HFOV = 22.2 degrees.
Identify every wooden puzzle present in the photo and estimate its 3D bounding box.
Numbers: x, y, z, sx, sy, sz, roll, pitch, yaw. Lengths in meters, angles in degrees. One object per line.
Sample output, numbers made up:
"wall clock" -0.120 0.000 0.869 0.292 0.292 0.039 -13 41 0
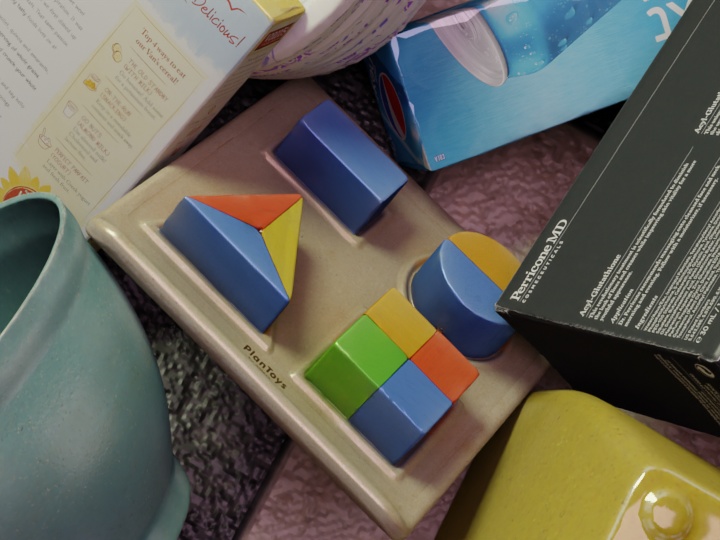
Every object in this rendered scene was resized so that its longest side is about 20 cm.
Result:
"wooden puzzle" 0.000 0.000 0.812 0.185 0.046 0.200 44 36 3

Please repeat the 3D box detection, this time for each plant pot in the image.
"plant pot" 0.122 0.166 0.773 0.193 0.200 0.197 29 76 0
"plant pot" -0.157 0.085 0.776 0.200 0.200 0.134 -47 113 -13

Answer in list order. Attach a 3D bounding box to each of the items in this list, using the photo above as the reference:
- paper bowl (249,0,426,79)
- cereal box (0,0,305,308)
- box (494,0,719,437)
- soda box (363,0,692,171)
"paper bowl" -0.037 -0.189 0.849 0.199 0.104 0.203 0 91 32
"cereal box" -0.135 -0.098 0.821 0.144 0.039 0.200 49 118 5
"box" 0.171 -0.034 0.789 0.079 0.141 0.201 44 74 -33
"soda box" 0.105 -0.113 0.890 0.198 0.064 0.068 -21 99 -11
